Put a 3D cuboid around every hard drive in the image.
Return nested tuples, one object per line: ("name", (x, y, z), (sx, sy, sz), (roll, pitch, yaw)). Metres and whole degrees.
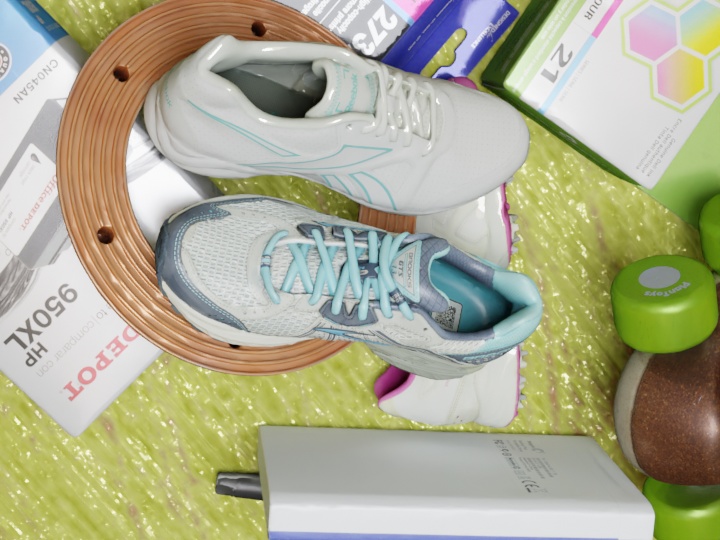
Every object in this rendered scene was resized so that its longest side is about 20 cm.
("hard drive", (0.046, 0.118, 0.806), (0.199, 0.132, 0.026), (3, 101, -7))

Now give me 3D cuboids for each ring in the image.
("ring", (-0.060, -0.045, 0.749), (0.200, 0.019, 0.201), (6, 77, -26))

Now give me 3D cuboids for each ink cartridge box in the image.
("ink cartridge box", (-0.170, -0.035, 0.777), (0.145, 0.084, 0.200), (-44, 102, 2))
("ink cartridge box", (-0.012, -0.171, 0.797), (0.200, 0.037, 0.095), (40, 94, -14))
("ink cartridge box", (0.192, -0.109, 0.809), (0.200, 0.076, 0.148), (33, 95, -10))

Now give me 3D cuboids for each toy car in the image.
("toy car", (0.248, 0.071, 0.757), (0.158, 0.200, 0.165), (-34, 124, -31))

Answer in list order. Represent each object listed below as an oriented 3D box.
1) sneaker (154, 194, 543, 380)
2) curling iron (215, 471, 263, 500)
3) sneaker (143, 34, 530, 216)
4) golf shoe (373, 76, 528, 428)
("sneaker", (0.000, 0.000, 0.711), (0.199, 0.086, 0.078), (11, 73, -26))
("curling iron", (0.012, 0.145, 0.861), (0.199, 0.026, 0.050), (13, 96, -9))
("sneaker", (-0.001, -0.072, 0.719), (0.199, 0.080, 0.071), (4, 75, -20))
("golf shoe", (0.042, -0.005, 0.815), (0.091, 0.075, 0.201), (-5, 100, -2))
